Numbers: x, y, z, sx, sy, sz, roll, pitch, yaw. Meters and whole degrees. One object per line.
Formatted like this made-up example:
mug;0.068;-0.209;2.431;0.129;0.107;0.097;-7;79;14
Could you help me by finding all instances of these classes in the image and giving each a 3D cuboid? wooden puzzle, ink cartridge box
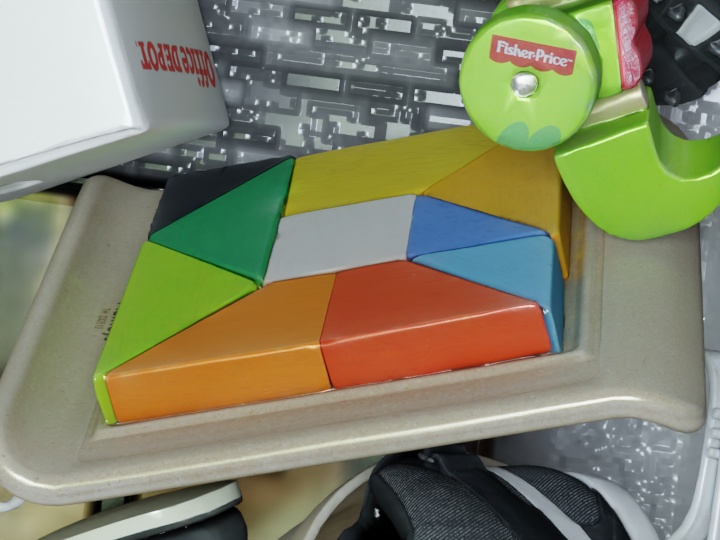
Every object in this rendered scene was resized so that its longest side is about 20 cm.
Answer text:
wooden puzzle;0.000;0.000;0.802;0.198;0.185;0.037;-5;116;9
ink cartridge box;-0.113;-0.127;0.830;0.084;0.146;0.202;-15;92;8

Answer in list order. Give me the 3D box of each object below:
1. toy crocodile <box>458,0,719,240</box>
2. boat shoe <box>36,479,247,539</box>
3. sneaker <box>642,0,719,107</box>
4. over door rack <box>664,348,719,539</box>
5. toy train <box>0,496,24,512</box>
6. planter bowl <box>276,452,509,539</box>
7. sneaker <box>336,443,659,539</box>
toy crocodile;0.048;-0.101;0.762;0.061;0.068;0.201;-17;101;16
boat shoe;-0.099;0.116;0.851;0.201;0.073;0.063;-29;79;41
sneaker;0.141;-0.141;0.812;0.200;0.091;0.066;-40;130;19
over door rack;0.143;0.133;0.803;0.147;0.067;0.202;9;76;-25
toy train;-0.168;0.004;0.872;0.150;0.056;0.201;-33;91;-13
planter bowl;0.008;0.174;0.820;0.134;0.200;0.201;-34;88;36
sneaker;0.050;0.127;0.709;0.073;0.111;0.200;-59;40;24
